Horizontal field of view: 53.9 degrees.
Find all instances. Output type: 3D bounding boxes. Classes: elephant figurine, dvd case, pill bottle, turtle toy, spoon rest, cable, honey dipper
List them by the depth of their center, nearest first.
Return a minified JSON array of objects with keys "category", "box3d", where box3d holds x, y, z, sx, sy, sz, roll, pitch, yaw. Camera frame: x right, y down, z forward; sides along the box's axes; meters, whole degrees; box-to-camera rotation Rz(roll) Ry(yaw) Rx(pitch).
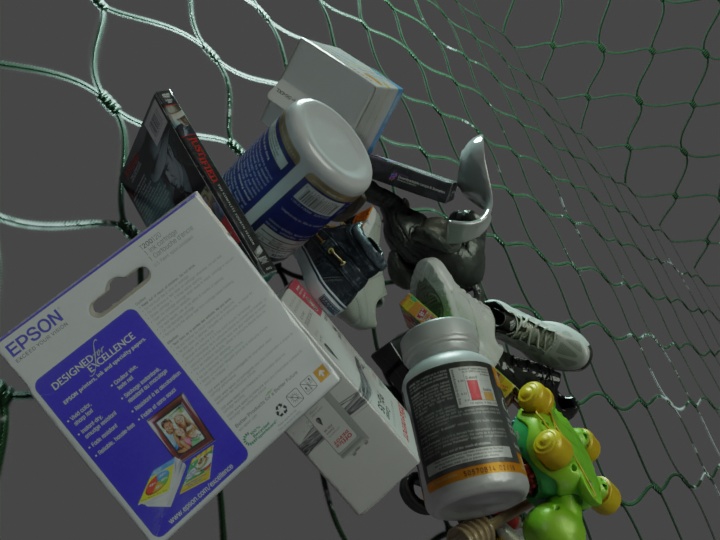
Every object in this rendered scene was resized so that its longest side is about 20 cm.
[{"category":"dvd case","box3d":[-0.165,-0.049,0.688,0.022,0.146,0.202,-26,79,-40]},{"category":"pill bottle","box3d":[-0.091,-0.078,0.761,0.115,0.199,0.117,35,35,-29]},{"category":"pill bottle","box3d":[0.108,0.163,0.792,0.115,0.116,0.203,22,46,-41]},{"category":"turtle toy","box3d":[0.218,0.236,0.811,0.146,0.101,0.201,43,23,-25]},{"category":"honey dipper","box3d":[0.175,0.289,0.833,0.198,0.038,0.038,-5,62,-45]},{"category":"cable","box3d":[0.132,0.282,0.846,0.200,0.050,0.098,42,38,-20]},{"category":"spoon rest","box3d":[0.167,-0.117,1.036,0.059,0.100,0.202,9,48,10]},{"category":"elephant figurine","box3d":[0.090,-0.039,1.063,0.198,0.144,0.154,10,8,-39]}]

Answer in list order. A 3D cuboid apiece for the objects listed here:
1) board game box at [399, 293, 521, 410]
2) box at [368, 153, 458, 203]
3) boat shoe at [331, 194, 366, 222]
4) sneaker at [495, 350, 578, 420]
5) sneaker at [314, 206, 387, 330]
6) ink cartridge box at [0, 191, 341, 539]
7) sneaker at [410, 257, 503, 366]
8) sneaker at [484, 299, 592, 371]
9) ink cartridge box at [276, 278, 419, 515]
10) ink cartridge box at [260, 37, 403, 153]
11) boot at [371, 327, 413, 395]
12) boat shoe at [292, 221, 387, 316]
[{"category":"board game box","box3d":[0.134,0.115,0.934,0.199,0.030,0.096,39,-11,22]},{"category":"box","box3d":[0.078,-0.142,1.093,0.141,0.037,0.200,20,9,8]},{"category":"boat shoe","box3d":[-0.072,-0.118,0.960,0.199,0.076,0.072,13,42,-57]},{"category":"sneaker","box3d":[0.258,0.168,1.098,0.200,0.090,0.076,43,34,-15]},{"category":"sneaker","box3d":[0.000,0.000,0.945,0.092,0.075,0.202,47,38,-25]},{"category":"ink cartridge box","box3d":[-0.148,0.075,0.574,0.197,0.043,0.201,-39,95,-19]},{"category":"sneaker","box3d":[0.143,0.063,1.027,0.099,0.077,0.202,-37,106,-38]},{"category":"sneaker","box3d":[0.254,0.103,1.093,0.198,0.077,0.115,23,6,26]},{"category":"ink cartridge box","box3d":[-0.036,0.118,0.706,0.201,0.083,0.147,50,4,-6]},{"category":"ink cartridge box","box3d":[-0.038,-0.233,0.996,0.127,0.126,0.200,33,18,6]},{"category":"boot","box3d":[0.113,0.168,0.937,0.201,0.066,0.164,50,16,15]},{"category":"boat shoe","box3d":[-0.030,-0.027,0.844,0.071,0.090,0.201,49,5,-34]}]
